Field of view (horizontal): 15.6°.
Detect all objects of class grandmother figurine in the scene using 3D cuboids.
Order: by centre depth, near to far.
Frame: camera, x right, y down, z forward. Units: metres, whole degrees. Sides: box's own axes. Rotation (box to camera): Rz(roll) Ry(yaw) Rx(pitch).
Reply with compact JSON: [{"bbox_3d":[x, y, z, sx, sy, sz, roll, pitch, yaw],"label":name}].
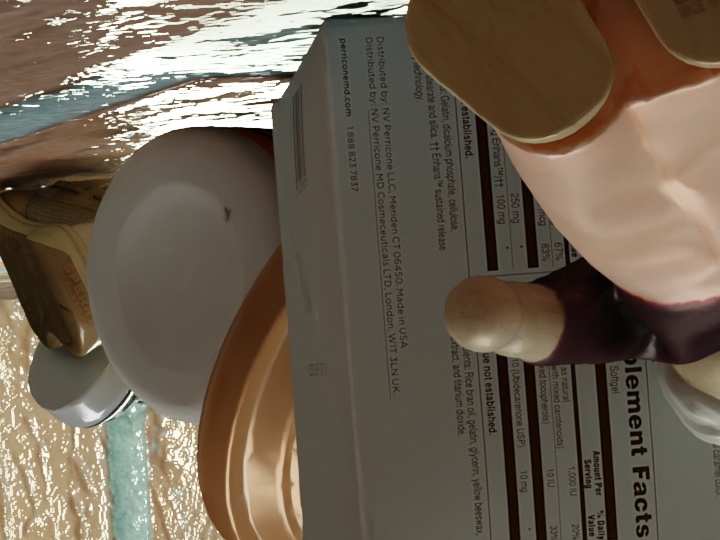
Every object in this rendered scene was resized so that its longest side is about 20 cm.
[{"bbox_3d":[0.076,-0.014,0.557,0.121,0.061,0.200,-15,154,9],"label":"grandmother figurine"}]

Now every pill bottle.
[{"bbox_3d":[0.000,0.000,1.019,0.109,0.110,0.200,-6,177,41],"label":"pill bottle"}]

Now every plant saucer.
[{"bbox_3d":[0.027,0.032,0.955,0.200,0.201,0.032,-2,-148,-48],"label":"plant saucer"}]

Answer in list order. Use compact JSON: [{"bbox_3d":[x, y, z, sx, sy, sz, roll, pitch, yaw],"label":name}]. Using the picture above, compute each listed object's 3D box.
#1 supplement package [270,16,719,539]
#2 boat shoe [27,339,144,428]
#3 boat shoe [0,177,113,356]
[{"bbox_3d":[0.084,0.005,0.746,0.199,0.148,0.191,-4,178,-7],"label":"supplement package"},{"bbox_3d":[-0.112,0.032,1.259,0.072,0.068,0.200,-41,-161,10],"label":"boat shoe"},{"bbox_3d":[-0.122,-0.006,1.170,0.064,0.071,0.200,-27,-164,-13],"label":"boat shoe"}]
